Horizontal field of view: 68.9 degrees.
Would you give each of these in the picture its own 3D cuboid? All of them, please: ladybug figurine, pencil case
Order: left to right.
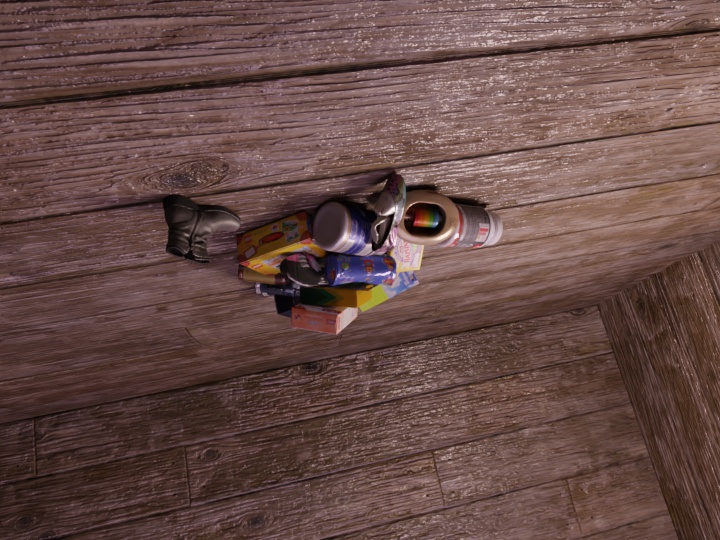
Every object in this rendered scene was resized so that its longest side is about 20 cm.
[{"bbox_3d":[0.000,0.000,1.365,0.197,0.079,0.087,1,161,-31],"label":"pencil case"},{"bbox_3d":[0.154,-0.135,1.316,0.196,0.138,0.072,7,-165,-19],"label":"ladybug figurine"}]

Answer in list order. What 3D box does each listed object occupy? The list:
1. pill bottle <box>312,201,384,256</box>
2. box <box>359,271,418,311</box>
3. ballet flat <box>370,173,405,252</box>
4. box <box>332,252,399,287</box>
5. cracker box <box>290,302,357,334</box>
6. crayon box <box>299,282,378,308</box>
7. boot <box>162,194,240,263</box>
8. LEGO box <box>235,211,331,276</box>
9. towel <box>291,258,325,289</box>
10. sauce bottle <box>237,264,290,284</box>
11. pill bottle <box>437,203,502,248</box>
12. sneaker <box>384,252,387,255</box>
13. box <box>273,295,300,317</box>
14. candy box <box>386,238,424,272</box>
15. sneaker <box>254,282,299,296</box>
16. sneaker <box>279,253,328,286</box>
[{"bbox_3d":[-0.013,-0.097,1.306,0.115,0.118,0.198,-26,158,37],"label":"pill bottle"},{"bbox_3d":[0.069,0.043,1.578,0.198,0.048,0.122,-27,148,5],"label":"box"},{"bbox_3d":[0.059,-0.124,1.219,0.070,0.069,0.203,-21,135,-34],"label":"ballet flat"},{"bbox_3d":[0.016,-0.025,1.458,0.198,0.076,0.050,25,175,-20],"label":"box"},{"bbox_3d":[-0.095,0.116,1.456,0.131,0.059,0.200,8,-169,14],"label":"cracker box"},{"bbox_3d":[-0.051,0.062,1.432,0.196,0.053,0.125,2,-171,20],"label":"crayon box"},{"bbox_3d":[-0.338,-0.073,1.128,0.067,0.133,0.199,-23,160,31],"label":"boot"},{"bbox_3d":[-0.193,-0.063,1.345,0.197,0.079,0.149,-18,162,16],"label":"LEGO box"},{"bbox_3d":[-0.090,0.002,1.536,0.169,0.049,0.200,20,132,-31],"label":"towel"},{"bbox_3d":[-0.240,0.007,1.467,0.196,0.067,0.066,7,160,-5],"label":"sauce bottle"},{"bbox_3d":[0.292,-0.121,1.445,0.197,0.118,0.116,1,158,-35],"label":"pill bottle"},{"bbox_3d":[0.105,-0.069,1.501,0.081,0.075,0.198,16,-172,43],"label":"sneaker"},{"bbox_3d":[-0.170,0.080,1.740,0.197,0.106,0.148,-16,165,12],"label":"box"},{"bbox_3d":[0.126,-0.086,1.406,0.100,0.027,0.203,-5,124,-17],"label":"candy box"},{"bbox_3d":[-0.241,0.036,1.587,0.143,0.079,0.202,-1,172,2],"label":"sneaker"},{"bbox_3d":[-0.139,0.012,1.360,0.085,0.082,0.198,-13,162,37],"label":"sneaker"}]
